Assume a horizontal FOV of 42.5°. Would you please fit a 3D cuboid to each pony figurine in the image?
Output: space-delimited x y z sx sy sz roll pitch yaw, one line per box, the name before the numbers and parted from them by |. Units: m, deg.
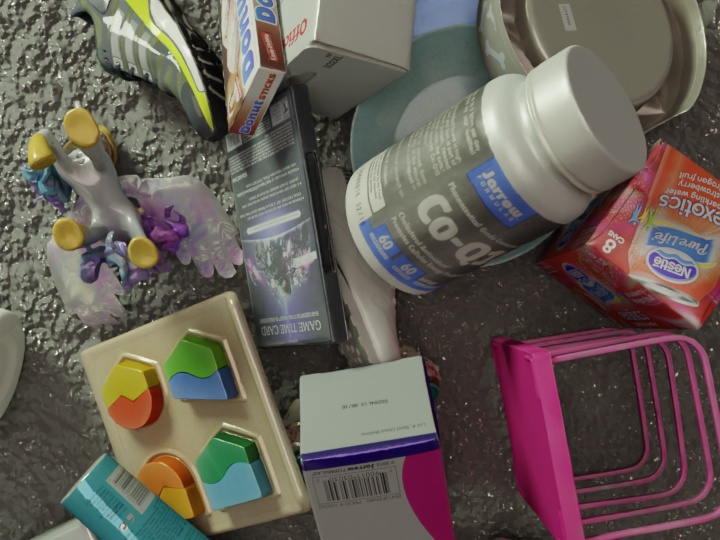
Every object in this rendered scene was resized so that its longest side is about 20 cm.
pony figurine | -0.201 -0.048 0.762 0.166 0.200 0.194 -25 104 -5

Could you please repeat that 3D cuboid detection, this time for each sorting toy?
sorting toy | -0.147 0.132 0.769 0.199 0.036 0.186 -21 88 32

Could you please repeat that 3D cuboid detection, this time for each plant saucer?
plant saucer | 0.091 -0.104 0.785 0.200 0.039 0.202 0 95 -1

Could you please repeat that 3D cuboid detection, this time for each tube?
tube | -0.147 0.230 0.740 0.200 0.077 0.050 43 136 -5

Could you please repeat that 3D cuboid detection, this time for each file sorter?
file sorter | 0.188 0.116 0.720 0.125 0.200 0.140 -10 89 0

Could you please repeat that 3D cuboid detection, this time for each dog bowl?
dog bowl | 0.182 -0.191 0.744 0.199 0.059 0.201 6 74 -23

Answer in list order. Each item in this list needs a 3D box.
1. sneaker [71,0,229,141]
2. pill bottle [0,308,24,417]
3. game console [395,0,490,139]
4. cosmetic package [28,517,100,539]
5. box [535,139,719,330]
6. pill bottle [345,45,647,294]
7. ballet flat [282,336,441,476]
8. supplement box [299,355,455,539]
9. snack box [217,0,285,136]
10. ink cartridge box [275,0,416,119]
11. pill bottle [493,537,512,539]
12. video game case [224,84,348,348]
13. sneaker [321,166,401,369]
sneaker | -0.178 -0.184 0.803 0.081 0.074 0.200 -39 72 12
pill bottle | -0.404 0.066 0.790 0.199 0.111 0.112 13 90 2
game console | 0.114 -0.185 0.810 0.199 0.031 0.178 -21 88 3
cosmetic package | -0.288 0.274 0.788 0.199 0.101 0.071 -27 89 3
box | 0.216 -0.019 0.718 0.100 0.200 0.096 37 88 2
pill bottle | 0.094 -0.069 0.666 0.200 0.114 0.114 -29 87 38
ballet flat | -0.022 0.128 0.803 0.199 0.076 0.064 -31 57 -2
supplement box | 0.019 0.181 0.730 0.101 0.104 0.201 -9 121 2
snack box | -0.092 -0.206 0.752 0.024 0.072 0.201 9 51 -26
ink cartridge box | -0.016 -0.240 0.737 0.083 0.145 0.201 11 79 -23
pill bottle | 0.192 0.301 0.760 0.199 0.111 0.111 17 90 3
video game case | -0.066 -0.037 0.768 0.019 0.143 0.201 -10 89 -31
sneaker | 0.000 0.000 0.776 0.080 0.076 0.201 -16 72 -22
